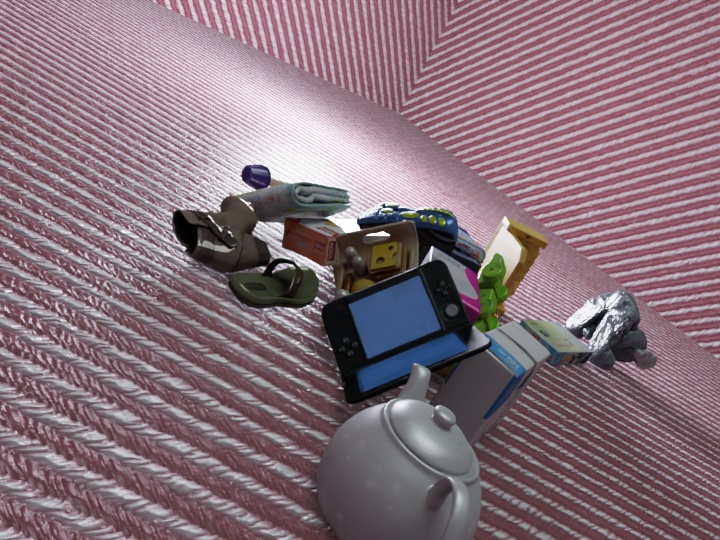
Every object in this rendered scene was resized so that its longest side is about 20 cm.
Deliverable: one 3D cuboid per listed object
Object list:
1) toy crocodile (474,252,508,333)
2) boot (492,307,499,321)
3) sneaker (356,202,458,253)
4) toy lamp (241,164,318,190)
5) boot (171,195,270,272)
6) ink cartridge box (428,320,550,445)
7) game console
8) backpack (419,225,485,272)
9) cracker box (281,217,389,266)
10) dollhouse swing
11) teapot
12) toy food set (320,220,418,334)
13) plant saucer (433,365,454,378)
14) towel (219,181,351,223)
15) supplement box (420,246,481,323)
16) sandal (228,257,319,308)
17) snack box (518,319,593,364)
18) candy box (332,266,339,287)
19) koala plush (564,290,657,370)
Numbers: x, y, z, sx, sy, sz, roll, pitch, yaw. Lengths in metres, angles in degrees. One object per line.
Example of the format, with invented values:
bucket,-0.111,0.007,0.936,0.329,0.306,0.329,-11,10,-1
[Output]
toy crocodile,0.220,0.051,1.286,0.060,0.068,0.203,0,47,29
boot,0.169,0.067,1.381,0.141,0.072,0.201,26,-3,-14
sneaker,0.075,-0.066,1.233,0.195,0.085,0.071,11,34,31
toy lamp,-0.169,-0.184,1.543,0.197,0.059,0.058,9,28,-50
boot,-0.228,-0.070,1.138,0.144,0.071,0.200,11,27,-41
ink cartridge box,0.190,0.167,1.078,0.085,0.148,0.199,39,20,21
game console,0.053,0.074,0.967,0.117,0.195,0.179,74,-5,-66
backpack,0.166,-0.050,1.620,0.179,0.137,0.201,25,17,-22
cracker box,-0.028,-0.054,1.325,0.196,0.059,0.133,-3,19,-42
dollhouse swing,0.342,0.019,1.613,0.178,0.203,0.177,20,20,-29
teapot,0.056,0.209,0.759,0.200,0.148,0.195,42,22,28
toy food set,0.015,0.007,1.131,0.203,0.140,0.061,-83,155,-43
plant saucer,0.107,0.106,1.259,0.198,0.049,0.200,34,19,6
towel,-0.129,-0.118,1.317,0.167,0.050,0.198,-10,-5,31
supplement box,0.132,0.050,1.204,0.100,0.105,0.200,31,17,-1
sandal,-0.120,0.015,1.110,0.079,0.058,0.200,38,19,20
snack box,0.449,0.165,1.677,0.197,0.038,0.116,9,29,-50
candy box,0.000,0.000,1.308,0.099,0.027,0.200,6,15,-7
koala plush,0.656,0.166,1.830,0.198,0.185,0.178,34,15,-29
